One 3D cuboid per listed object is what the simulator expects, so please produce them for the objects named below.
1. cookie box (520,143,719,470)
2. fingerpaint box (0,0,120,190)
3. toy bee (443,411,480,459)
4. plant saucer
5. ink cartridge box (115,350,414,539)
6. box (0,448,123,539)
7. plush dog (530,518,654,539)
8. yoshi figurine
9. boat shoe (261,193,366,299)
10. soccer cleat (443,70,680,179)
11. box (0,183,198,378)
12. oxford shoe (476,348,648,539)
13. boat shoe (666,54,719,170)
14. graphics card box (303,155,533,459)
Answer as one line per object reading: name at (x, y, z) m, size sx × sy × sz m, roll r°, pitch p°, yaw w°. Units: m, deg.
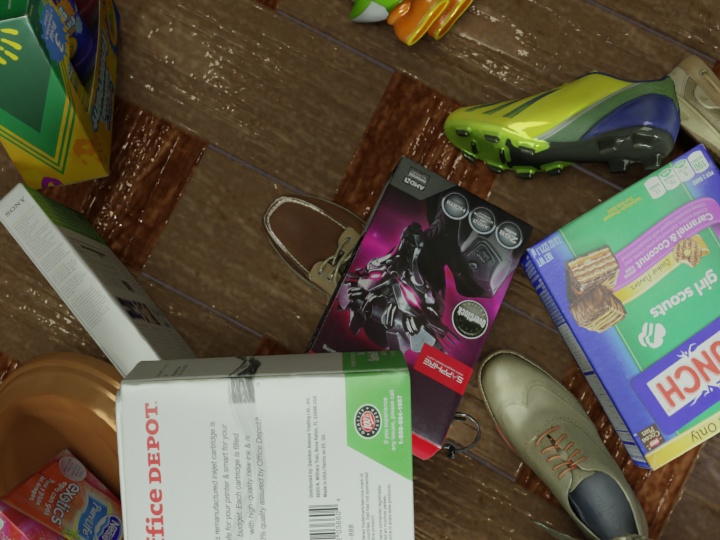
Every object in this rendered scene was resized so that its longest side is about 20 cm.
cookie box at (0.251, 0.031, 0.909) m, size 0.169 × 0.075 × 0.202 m, roll -30°, pitch 83°, yaw 1°
fingerpaint box at (-0.255, -0.198, 0.898) m, size 0.072 × 0.168 × 0.202 m, roll -10°, pitch 51°, yaw 5°
toy bee at (-0.017, 0.145, 0.899) m, size 0.197 × 0.109 × 0.132 m, roll -14°, pitch 118°, yaw 24°
plant saucer at (-0.232, 0.167, 0.921) m, size 0.197 × 0.037 × 0.204 m, roll 7°, pitch 111°, yaw 20°
ink cartridge box at (-0.063, 0.136, 0.783) m, size 0.196 × 0.084 × 0.149 m, roll -1°, pitch 97°, yaw -1°
box at (-0.267, 0.254, 0.891) m, size 0.099 × 0.095 × 0.201 m, roll 41°, pitch 119°, yaw 5°
plush dog at (0.166, 0.304, 0.850) m, size 0.158 × 0.201 × 0.174 m, roll 4°, pitch 56°, yaw 35°
yoshi figurine at (0.014, -0.295, 0.955) m, size 0.112 × 0.113 × 0.200 m, roll -41°, pitch 79°, yaw -15°
boat shoe at (0.000, 0.000, 0.939) m, size 0.199 × 0.072 × 0.076 m, roll 35°, pitch 89°, yaw 8°
soccer cleat at (0.166, -0.126, 0.929) m, size 0.197 × 0.065 × 0.085 m, roll 3°, pitch 64°, yaw 27°
box at (-0.206, 0.025, 0.922) m, size 0.036 × 0.144 × 0.201 m, roll -39°, pitch 82°, yaw 0°
oxford shoe at (0.168, 0.146, 0.908) m, size 0.071 × 0.074 × 0.201 m, roll -40°, pitch 82°, yaw 1°
boat shoe at (0.324, -0.094, 0.916) m, size 0.065 × 0.071 × 0.200 m, roll -44°, pitch 81°, yaw 1°
graphics card box at (0.042, 0.027, 0.876) m, size 0.124 × 0.051 × 0.202 m, roll 28°, pitch 69°, yaw -3°
